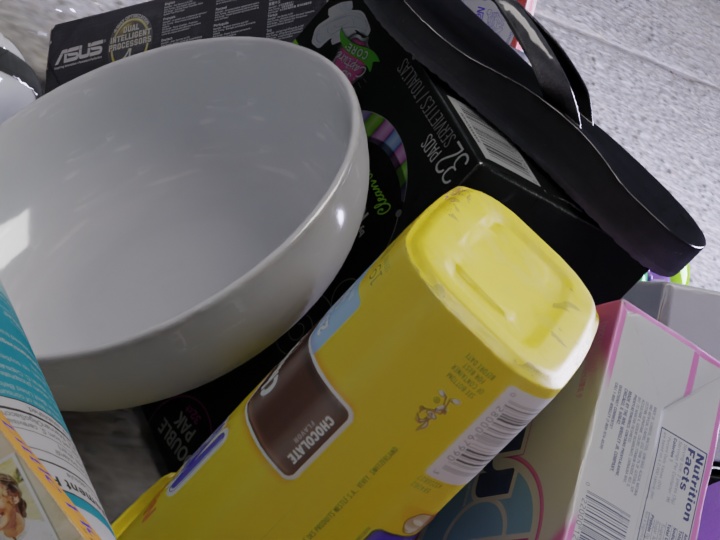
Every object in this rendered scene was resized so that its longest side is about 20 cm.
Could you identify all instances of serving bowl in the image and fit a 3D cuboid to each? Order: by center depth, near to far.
[{"bbox_3d":[-0.084,-0.010,0.946,0.200,0.200,0.066,-109,176,-55],"label":"serving bowl"}]

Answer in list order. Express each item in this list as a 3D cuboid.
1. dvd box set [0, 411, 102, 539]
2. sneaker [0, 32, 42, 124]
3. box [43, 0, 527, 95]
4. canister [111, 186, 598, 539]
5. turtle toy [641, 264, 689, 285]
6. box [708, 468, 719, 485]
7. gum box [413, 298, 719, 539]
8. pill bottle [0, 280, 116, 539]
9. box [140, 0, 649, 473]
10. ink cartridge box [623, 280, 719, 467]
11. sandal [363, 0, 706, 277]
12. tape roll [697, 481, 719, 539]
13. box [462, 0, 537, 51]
[{"bbox_3d":[-0.122,0.123,0.618,0.200,0.146,0.029,48,-3,18],"label":"dvd box set"},{"bbox_3d":[-0.205,-0.061,0.973,0.200,0.074,0.080,-5,54,-54],"label":"sneaker"},{"bbox_3d":[-0.039,-0.099,1.202,0.161,0.200,0.049,18,70,-47],"label":"box"},{"bbox_3d":[-0.010,0.070,0.860,0.087,0.200,0.149,44,19,1],"label":"canister"},{"bbox_3d":[0.140,0.000,1.457,0.146,0.101,0.200,54,14,30],"label":"turtle toy"},{"bbox_3d":[0.181,0.124,1.195,0.193,0.048,0.200,7,-3,35],"label":"box"},{"bbox_3d":[0.066,0.111,0.902,0.066,0.113,0.200,32,61,-29],"label":"gum box"},{"bbox_3d":[-0.138,0.081,0.723,0.111,0.111,0.200,23,27,-44],"label":"pill bottle"},{"bbox_3d":[0.000,0.000,1.031,0.124,0.200,0.149,25,26,-40],"label":"box"},{"bbox_3d":[0.149,0.054,1.193,0.147,0.083,0.200,11,-4,-30],"label":"ink cartridge box"},{"bbox_3d":[0.074,-0.082,0.976,0.200,0.043,0.076,43,19,0],"label":"sandal"},{"bbox_3d":[0.198,0.189,1.019,0.200,0.200,0.066,39,19,-10],"label":"tape roll"},{"bbox_3d":[0.040,-0.113,1.325,0.103,0.200,0.095,14,18,6],"label":"box"}]
